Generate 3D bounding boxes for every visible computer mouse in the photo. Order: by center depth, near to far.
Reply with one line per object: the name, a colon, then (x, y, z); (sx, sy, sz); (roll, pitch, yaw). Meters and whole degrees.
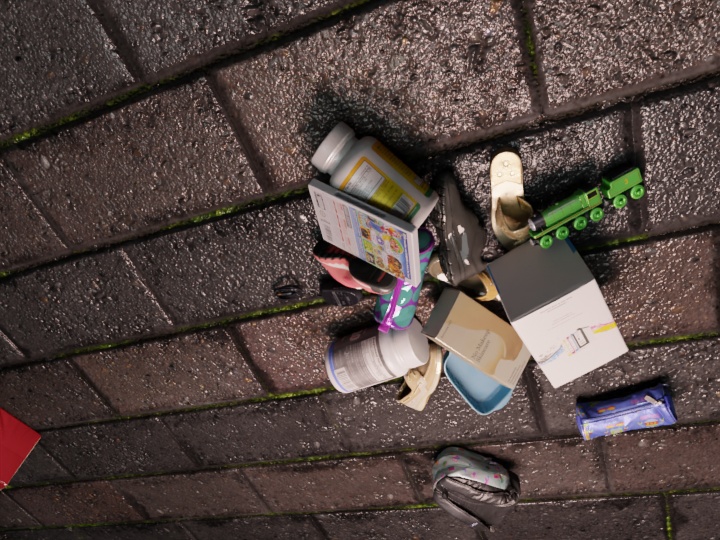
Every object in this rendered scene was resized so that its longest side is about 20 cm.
computer mouse: (-0.087, 0.042, 1.125); (0.196, 0.035, 0.059); (2, 144, 17)

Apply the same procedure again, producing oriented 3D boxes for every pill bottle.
pill bottle: (0.020, -0.142, 0.896); (0.199, 0.113, 0.113); (40, 126, -3)
pill bottle: (0.034, 0.172, 1.140); (0.197, 0.115, 0.114); (-23, 120, 25)

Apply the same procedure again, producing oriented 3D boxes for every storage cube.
storage cube: (-1.081, 0.523, 1.601); (0.198, 0.172, 0.180); (-30, 117, 29)

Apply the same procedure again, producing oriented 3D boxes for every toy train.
toy train: (0.354, -0.103, 0.879); (0.197, 0.042, 0.057); (-29, 113, 6)

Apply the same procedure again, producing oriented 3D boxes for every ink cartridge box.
ink cartridge box: (0.334, 0.064, 0.943); (0.143, 0.149, 0.200); (-30, 126, 16)

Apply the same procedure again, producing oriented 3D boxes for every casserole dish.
casserole dish: (0.241, 0.205, 1.140); (0.121, 0.039, 0.201); (-43, 113, -6)

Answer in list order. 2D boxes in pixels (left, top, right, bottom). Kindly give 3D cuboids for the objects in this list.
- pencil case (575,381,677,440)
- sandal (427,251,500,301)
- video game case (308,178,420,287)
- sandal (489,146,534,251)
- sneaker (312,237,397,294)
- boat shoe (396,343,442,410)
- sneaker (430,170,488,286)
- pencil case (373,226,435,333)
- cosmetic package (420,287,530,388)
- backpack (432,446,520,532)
pencil case: (0.545, 0.293, 1.145); (0.197, 0.080, 0.087); (-22, 149, 25)
sandal: (0.217, 0.021, 1.024); (0.196, 0.054, 0.081); (16, 128, -1)
video game case: (0.008, -0.059, 0.896); (0.198, 0.018, 0.144); (28, 153, 25)
sandal: (0.253, -0.093, 0.921); (0.076, 0.070, 0.214); (-9, 124, 18)
sneaker: (0.000, 0.000, 1.012); (0.198, 0.074, 0.087); (28, 156, 41)
boat shoe: (0.124, 0.229, 1.189); (0.068, 0.074, 0.203); (11, 129, -4)
sneaker: (0.172, -0.078, 0.957); (0.089, 0.076, 0.204); (-17, 117, -7)
pencil case: (0.076, 0.016, 1.024); (0.084, 0.093, 0.203); (20, 130, 12)
cosmetic package: (0.226, 0.128, 1.057); (0.198, 0.071, 0.107); (31, 84, -17)
backpack: (0.268, 0.524, 1.350); (0.196, 0.127, 0.169); (20, 117, -3)
